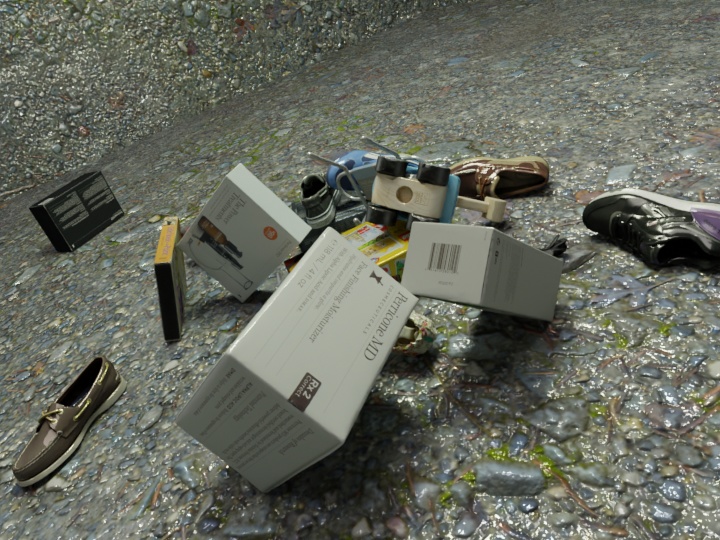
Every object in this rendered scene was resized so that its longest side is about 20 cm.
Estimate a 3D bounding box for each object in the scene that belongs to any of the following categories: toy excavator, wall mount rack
[{"bbox_3d":[0.124,-0.114,0.886,0.193,0.101,0.200,14,13,17],"label":"toy excavator"},{"bbox_3d":[0.013,-0.157,0.948,0.199,0.174,0.075,-7,40,38],"label":"wall mount rack"}]

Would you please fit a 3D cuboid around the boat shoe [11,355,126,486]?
[{"bbox_3d":[-0.416,0.206,0.799,0.071,0.060,0.200,-3,33,26],"label":"boat shoe"}]

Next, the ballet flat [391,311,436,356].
[{"bbox_3d":[0.000,0.062,0.729,0.199,0.076,0.064,8,-6,14],"label":"ballet flat"}]

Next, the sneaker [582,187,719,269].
[{"bbox_3d":[0.382,-0.053,0.748,0.199,0.076,0.088,13,49,44],"label":"sneaker"}]

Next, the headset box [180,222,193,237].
[{"bbox_3d":[-0.267,-0.078,1.170,0.199,0.075,0.149,13,43,44],"label":"headset box"}]

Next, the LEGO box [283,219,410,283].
[{"bbox_3d":[0.000,0.000,0.879,0.199,0.077,0.149,-27,30,-12],"label":"LEGO box"}]

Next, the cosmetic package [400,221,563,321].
[{"bbox_3d":[0.149,0.004,0.665,0.107,0.085,0.199,8,-5,41],"label":"cosmetic package"}]

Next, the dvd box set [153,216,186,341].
[{"bbox_3d":[-0.332,0.008,0.994,0.029,0.147,0.200,-4,28,-12],"label":"dvd box set"}]

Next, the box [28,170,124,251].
[{"bbox_3d":[-0.771,-0.163,1.549,0.078,0.142,0.200,-3,33,31],"label":"box"}]

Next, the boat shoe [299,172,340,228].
[{"bbox_3d":[-0.079,-0.154,1.085,0.072,0.071,0.200,-17,29,4],"label":"boat shoe"}]

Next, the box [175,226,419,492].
[{"bbox_3d":[-0.068,0.098,0.607,0.200,0.131,0.199,-47,7,46],"label":"box"}]

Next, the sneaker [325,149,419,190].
[{"bbox_3d":[0.034,-0.181,1.061,0.199,0.074,0.082,-8,32,-19],"label":"sneaker"}]

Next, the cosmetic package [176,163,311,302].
[{"bbox_3d":[-0.194,-0.054,0.926,0.200,0.151,0.052,-41,13,40],"label":"cosmetic package"}]

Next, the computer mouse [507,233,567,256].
[{"bbox_3d":[0.194,-0.026,0.843,0.199,0.044,0.110,11,36,40],"label":"computer mouse"}]

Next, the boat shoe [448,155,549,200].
[{"bbox_3d":[0.237,-0.159,1.016,0.199,0.072,0.072,-2,32,17],"label":"boat shoe"}]

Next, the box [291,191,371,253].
[{"bbox_3d":[-0.034,-0.114,1.118,0.199,0.051,0.158,-19,29,-1],"label":"box"}]
